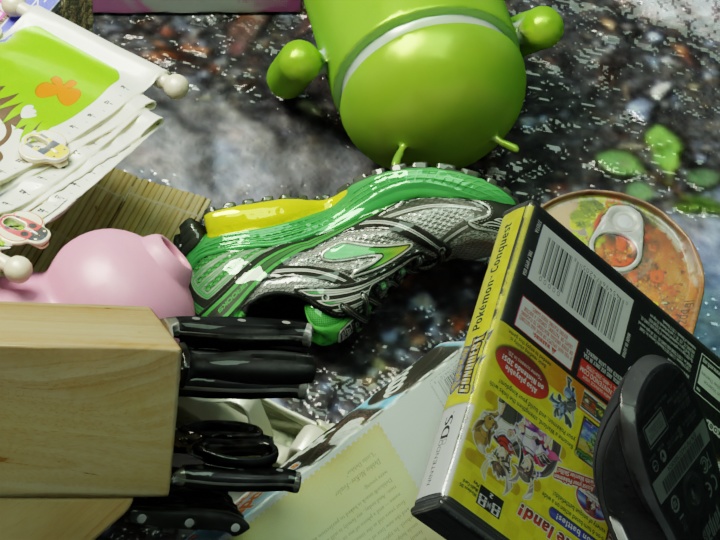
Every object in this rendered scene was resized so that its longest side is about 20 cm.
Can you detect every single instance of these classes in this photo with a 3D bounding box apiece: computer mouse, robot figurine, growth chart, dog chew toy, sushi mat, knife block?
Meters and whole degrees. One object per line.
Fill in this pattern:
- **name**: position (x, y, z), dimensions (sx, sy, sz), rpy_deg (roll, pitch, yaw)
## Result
- **computer mouse**: position (0.140, 0.151, 0.877), dimensions (0.046, 0.201, 0.140), rpy_deg (-10, 24, 39)
- **robot figurine**: position (0.031, -0.144, 1.103), dimensions (0.173, 0.116, 0.202), rpy_deg (-9, 56, -12)
- **growth chart**: position (-0.181, -0.075, 0.938), dimensions (0.143, 0.018, 0.200), rpy_deg (22, 42, 13)
- **dog chew toy**: position (-0.161, 0.059, 0.894), dimensions (0.200, 0.124, 0.125), rpy_deg (-43, 65, 6)
- **sushi mat**: position (-0.166, 0.018, 1.024), dimensions (0.095, 0.012, 0.201), rpy_deg (22, 55, 6)
- **knife block**: position (-0.117, 0.044, 0.810), dimensions (0.175, 0.200, 0.064), rpy_deg (-41, 24, -5)

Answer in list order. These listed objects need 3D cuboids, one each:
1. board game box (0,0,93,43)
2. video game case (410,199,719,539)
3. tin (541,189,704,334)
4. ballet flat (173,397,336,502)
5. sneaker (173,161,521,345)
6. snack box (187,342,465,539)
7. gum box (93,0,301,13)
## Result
- **board game box**: position (-0.278, -0.132, 1.065), dimensions (0.198, 0.097, 0.160), rpy_deg (25, 55, 11)
- **video game case**: position (0.125, 0.093, 0.931), dimensions (0.199, 0.025, 0.182), rpy_deg (38, 53, -25)
- **tin**: position (0.126, 0.042, 1.032), dimensions (0.111, 0.042, 0.201), rpy_deg (21, 55, 2)
- **ballet flat**: position (-0.048, 0.093, 0.954), dimensions (0.199, 0.070, 0.070), rpy_deg (28, 55, 12)
- **sneaker**: position (0.000, 0.000, 1.029), dimensions (0.198, 0.078, 0.086), rpy_deg (-14, 65, -3)
- **snack box**: position (0.005, 0.138, 0.899), dimensions (0.199, 0.037, 0.117), rpy_deg (-35, 101, -25)
- **gum box**: position (-0.121, -0.222, 1.140), dimensions (0.197, 0.114, 0.067), rpy_deg (-2, 54, -9)
